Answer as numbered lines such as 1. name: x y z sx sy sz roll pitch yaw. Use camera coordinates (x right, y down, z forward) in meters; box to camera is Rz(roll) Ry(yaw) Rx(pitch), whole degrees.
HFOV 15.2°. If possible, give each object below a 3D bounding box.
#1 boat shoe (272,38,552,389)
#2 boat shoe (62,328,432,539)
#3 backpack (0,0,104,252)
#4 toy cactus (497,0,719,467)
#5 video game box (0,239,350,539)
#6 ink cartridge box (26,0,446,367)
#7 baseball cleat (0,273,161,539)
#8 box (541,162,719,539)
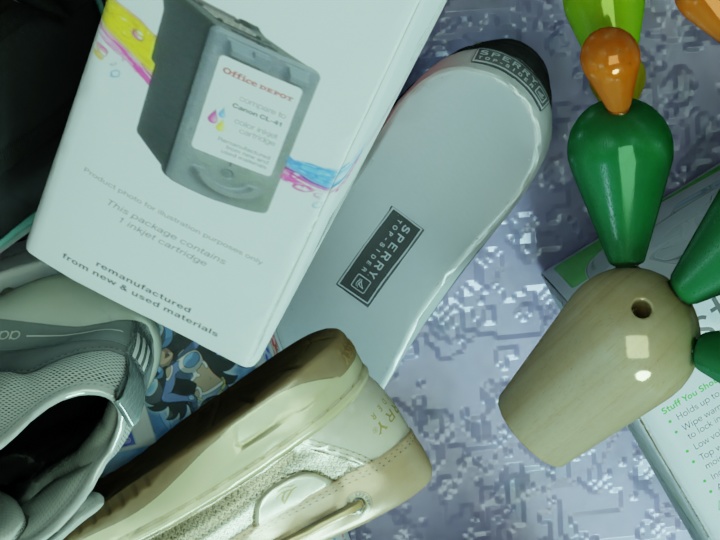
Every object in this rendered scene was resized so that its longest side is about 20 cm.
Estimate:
1. boat shoe: 0.000 0.000 0.931 0.069 0.057 0.200 41 114 -3
2. boat shoe: -0.070 0.099 0.863 0.200 0.071 0.065 -34 101 15
3. backpack: -0.185 -0.059 0.838 0.200 0.153 0.176 -39 106 -27
4. toy cactus: 0.111 -0.006 0.852 0.165 0.102 0.200 -44 82 19
5. video game box: -0.111 0.084 0.924 0.199 0.047 0.183 -15 108 12
6. ink cartridge box: -0.015 -0.090 0.781 0.085 0.148 0.200 27 141 1
7. baseball cleat: -0.153 0.068 0.845 0.200 0.107 0.070 -32 114 18
8. box: 0.195 0.031 0.952 0.199 0.097 0.177 -32 105 1
